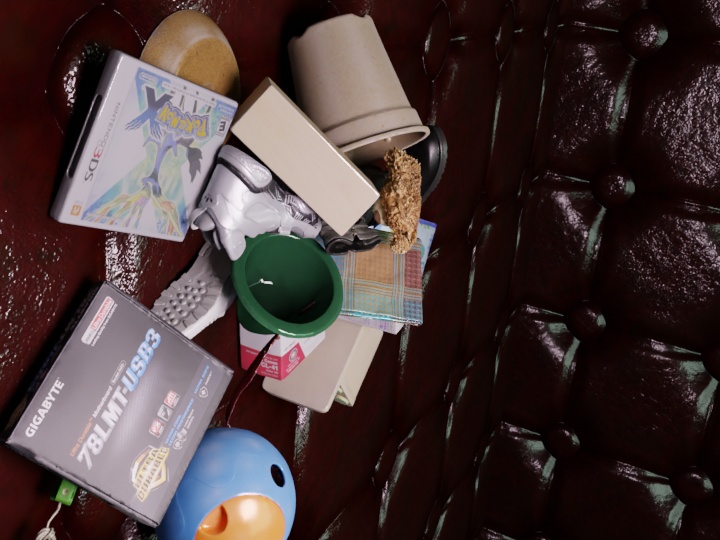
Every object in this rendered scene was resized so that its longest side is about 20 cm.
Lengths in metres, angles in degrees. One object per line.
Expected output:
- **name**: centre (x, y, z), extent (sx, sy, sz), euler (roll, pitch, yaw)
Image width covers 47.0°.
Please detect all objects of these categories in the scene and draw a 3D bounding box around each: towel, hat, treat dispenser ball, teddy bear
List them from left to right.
- **treat dispenser ball**: centre (-0.188, 0.321, 1.145), extent (0.201, 0.197, 0.205), euler (-45, 143, -49)
- **hat**: centre (-0.139, 0.063, 1.146), extent (0.199, 0.166, 0.176), euler (-39, 174, -46)
- **towel**: centre (0.000, 0.000, 1.217), extent (0.022, 0.195, 0.150), euler (130, -35, -60)
- **teddy bear**: centre (0.054, -0.104, 1.201), extent (0.202, 0.065, 0.148), euler (-82, 176, -53)

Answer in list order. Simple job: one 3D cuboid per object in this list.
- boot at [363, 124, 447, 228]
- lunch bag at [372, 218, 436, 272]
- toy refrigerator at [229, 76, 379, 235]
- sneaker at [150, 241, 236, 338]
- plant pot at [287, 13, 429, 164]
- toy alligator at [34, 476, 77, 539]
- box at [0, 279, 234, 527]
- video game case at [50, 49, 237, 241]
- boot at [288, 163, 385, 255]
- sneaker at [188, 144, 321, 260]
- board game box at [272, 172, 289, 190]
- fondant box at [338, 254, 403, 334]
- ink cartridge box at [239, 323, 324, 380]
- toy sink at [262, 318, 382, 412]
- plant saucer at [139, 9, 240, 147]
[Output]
- **boot**: centre (0.044, -0.146, 1.367), extent (0.155, 0.080, 0.214), euler (-5, 136, -38)
- **lunch bag**: centre (0.034, -0.032, 1.542), extent (0.198, 0.125, 0.174), euler (9, 96, -57)
- **toy refrigerator**: centre (-0.071, -0.145, 1.060), extent (0.076, 0.070, 0.200), euler (-44, 113, 8)
- **sneaker**: centre (-0.208, 0.043, 1.100), extent (0.201, 0.075, 0.082), euler (-54, 157, -39)
- **plant pot**: centre (-0.020, -0.255, 1.190), extent (0.200, 0.197, 0.188), euler (-18, 90, -63)
- **toy alligator**: centre (-0.328, 0.222, 0.951), extent (0.054, 0.058, 0.204), euler (-16, -127, 68)
- **box**: centre (-0.266, 0.150, 0.932), extent (0.198, 0.049, 0.203), euler (42, 60, -29)
- **video game case**: centre (-0.234, -0.129, 0.926), extent (0.199, 0.022, 0.186), euler (8, 108, -62)
- **boot**: centre (-0.009, -0.082, 1.217), extent (0.198, 0.131, 0.068), euler (-17, 152, -45)
- **sneaker**: centre (-0.136, -0.065, 1.060), extent (0.116, 0.075, 0.199), euler (-56, 141, -4)
- **board game box**: centre (-0.075, -0.179, 1.317), extent (0.199, 0.034, 0.129), euler (-30, 130, -59)
- **fondant box**: centre (-0.018, 0.006, 1.352), extent (0.058, 0.196, 0.147), euler (-46, 144, -54)
- **ink cartridge box**: centre (-0.119, 0.043, 1.286), extent (0.147, 0.084, 0.204), euler (-41, 141, -53)
- **toy sink**: centre (-0.062, 0.156, 1.432), extent (0.203, 0.128, 0.113), euler (-65, 156, -24)
- **plant saucer**: centre (-0.199, -0.210, 1.010), extent (0.200, 0.035, 0.204), euler (-47, 145, -50)
